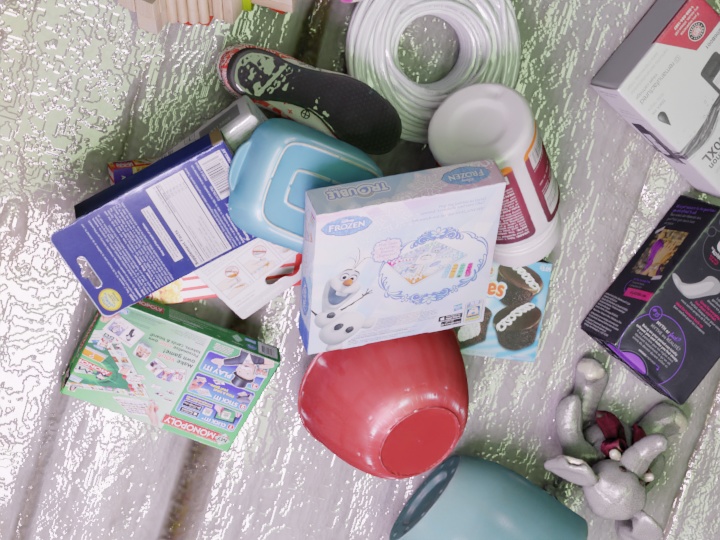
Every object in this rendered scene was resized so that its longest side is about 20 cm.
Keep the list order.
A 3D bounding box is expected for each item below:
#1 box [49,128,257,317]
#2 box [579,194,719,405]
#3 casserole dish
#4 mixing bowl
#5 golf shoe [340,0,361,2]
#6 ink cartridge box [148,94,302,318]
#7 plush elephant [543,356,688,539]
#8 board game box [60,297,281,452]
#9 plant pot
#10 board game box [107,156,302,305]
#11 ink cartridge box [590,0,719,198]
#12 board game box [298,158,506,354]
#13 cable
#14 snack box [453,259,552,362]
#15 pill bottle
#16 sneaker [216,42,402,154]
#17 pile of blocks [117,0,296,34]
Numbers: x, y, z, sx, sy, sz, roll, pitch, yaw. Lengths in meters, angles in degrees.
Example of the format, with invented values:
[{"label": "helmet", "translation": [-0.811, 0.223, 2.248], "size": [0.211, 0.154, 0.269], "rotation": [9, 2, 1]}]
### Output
[{"label": "box", "translation": [-0.198, -0.045, 1.609], "size": [0.198, 0.033, 0.122], "rotation": [-28, 126, 3]}, {"label": "box", "translation": [0.370, 0.032, 1.857], "size": [0.122, 0.106, 0.201], "rotation": [40, 89, -19]}, {"label": "casserole dish", "translation": [-0.046, -0.076, 1.621], "size": [0.199, 0.039, 0.122], "rotation": [19, 93, -43]}, {"label": "mixing bowl", "translation": [0.043, 0.150, 1.747], "size": [0.198, 0.109, 0.202], "rotation": [-16, 131, -19]}, {"label": "golf shoe", "translation": [-0.035, -0.361, 1.650], "size": [0.091, 0.075, 0.200], "rotation": [-38, 84, -16]}, {"label": "ink cartridge box", "translation": [-0.121, -0.062, 1.669], "size": [0.159, 0.047, 0.200], "rotation": [-35, 127, 10]}, {"label": "plush elephant", "translation": [0.291, 0.221, 1.847], "size": [0.164, 0.155, 0.201], "rotation": [37, 89, -19]}, {"label": "board game box", "translation": [-0.203, 0.107, 1.723], "size": [0.198, 0.029, 0.135], "rotation": [22, 119, -19]}, {"label": "plant pot", "translation": [0.130, 0.304, 1.805], "size": [0.161, 0.201, 0.201], "rotation": [41, 88, -5]}, {"label": "board game box", "translation": [-0.161, -0.050, 1.719], "size": [0.198, 0.046, 0.153], "rotation": [-9, 105, -14]}, {"label": "ink cartridge box", "translation": [0.383, -0.198, 1.826], "size": [0.200, 0.083, 0.146], "rotation": [40, 89, -19]}, {"label": "board game box", "translation": [0.039, -0.012, 1.637], "size": [0.198, 0.044, 0.200], "rotation": [-10, 138, -15]}, {"label": "cable", "translation": [0.076, -0.239, 1.738], "size": [0.198, 0.069, 0.202], "rotation": [-23, 108, -10]}, {"label": "snack box", "translation": [0.111, 0.034, 1.820], "size": [0.198, 0.037, 0.118], "rotation": [7, 99, -17]}, {"label": "pill bottle", "translation": [0.149, -0.097, 1.724], "size": [0.114, 0.114, 0.201], "rotation": [-37, 143, -6]}, {"label": "sneaker", "translation": [-0.057, -0.185, 1.691], "size": [0.200, 0.108, 0.068], "rotation": [20, 95, -21]}, {"label": "pile of blocks", "translation": [-0.152, -0.290, 1.675], "size": [0.197, 0.083, 0.062], "rotation": [-6, 146, -5]}]
